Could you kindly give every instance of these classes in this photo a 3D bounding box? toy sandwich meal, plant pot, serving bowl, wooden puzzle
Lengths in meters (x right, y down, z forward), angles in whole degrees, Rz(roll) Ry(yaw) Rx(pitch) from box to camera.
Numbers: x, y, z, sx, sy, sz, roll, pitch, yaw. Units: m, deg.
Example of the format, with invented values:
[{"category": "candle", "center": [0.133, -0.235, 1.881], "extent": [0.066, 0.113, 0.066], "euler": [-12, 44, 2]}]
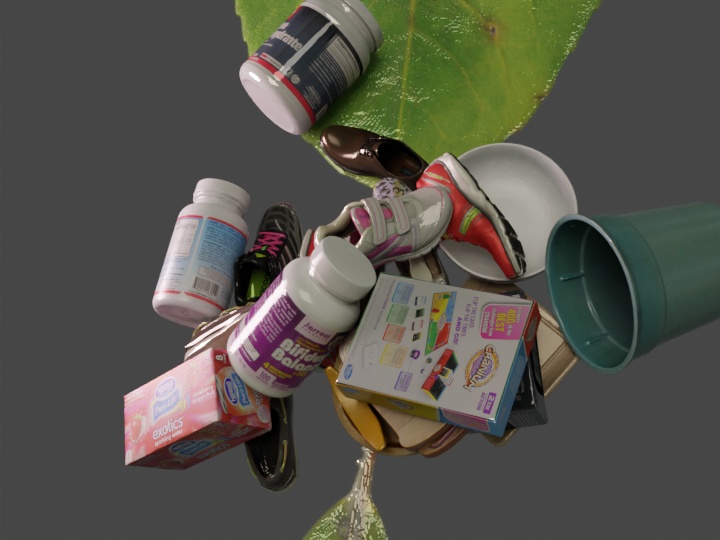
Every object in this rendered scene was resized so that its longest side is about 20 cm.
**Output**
[{"category": "toy sandwich meal", "center": [0.049, 0.131, 1.173], "extent": [0.202, 0.070, 0.208], "euler": [-7, 68, 17]}, {"category": "plant pot", "center": [0.367, 0.006, 1.232], "extent": [0.194, 0.201, 0.202], "euler": [-14, 63, -17]}, {"category": "serving bowl", "center": [0.195, -0.071, 1.354], "extent": [0.197, 0.066, 0.203], "euler": [-1, 70, 4]}, {"category": "wooden puzzle", "center": [0.177, 0.112, 1.324], "extent": [0.185, 0.037, 0.200], "euler": [-46, 61, -9]}]

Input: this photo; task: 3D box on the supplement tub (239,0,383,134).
[{"category": "supplement tub", "center": [-0.074, -0.321, 1.501], "extent": [0.140, 0.141, 0.200], "euler": [38, 79, 23]}]

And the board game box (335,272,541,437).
[{"category": "board game box", "center": [0.088, 0.091, 1.119], "extent": [0.198, 0.040, 0.154], "euler": [11, 63, 28]}]

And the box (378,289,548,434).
[{"category": "box", "center": [0.126, 0.125, 1.247], "extent": [0.197, 0.107, 0.150], "euler": [-9, 67, 16]}]

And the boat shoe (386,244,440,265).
[{"category": "boat shoe", "center": [0.071, -0.060, 1.402], "extent": [0.199, 0.061, 0.072], "euler": [-24, 64, 1]}]

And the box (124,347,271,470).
[{"category": "box", "center": [-0.218, 0.187, 1.292], "extent": [0.199, 0.095, 0.101], "euler": [-28, 58, 35]}]

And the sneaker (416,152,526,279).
[{"category": "sneaker", "center": [0.145, -0.060, 1.294], "extent": [0.085, 0.077, 0.201], "euler": [-39, 66, 12]}]

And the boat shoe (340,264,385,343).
[{"category": "boat shoe", "center": [0.000, 0.000, 1.325], "extent": [0.071, 0.068, 0.202], "euler": [1, 65, -1]}]

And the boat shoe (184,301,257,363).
[{"category": "boat shoe", "center": [-0.157, 0.076, 1.338], "extent": [0.199, 0.072, 0.060], "euler": [-30, 38, 24]}]

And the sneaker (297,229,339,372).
[{"category": "sneaker", "center": [-0.049, 0.042, 1.378], "extent": [0.084, 0.077, 0.203], "euler": [-4, 76, -2]}]

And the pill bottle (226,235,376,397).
[{"category": "pill bottle", "center": [-0.070, 0.056, 1.215], "extent": [0.200, 0.112, 0.113], "euler": [-49, 61, 27]}]

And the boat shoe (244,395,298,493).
[{"category": "boat shoe", "center": [-0.127, 0.195, 1.325], "extent": [0.071, 0.061, 0.203], "euler": [-18, 64, 7]}]

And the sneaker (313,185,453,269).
[{"category": "sneaker", "center": [0.027, -0.052, 1.251], "extent": [0.198, 0.088, 0.082], "euler": [-30, 59, 0]}]

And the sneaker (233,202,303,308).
[{"category": "sneaker", "center": [-0.135, -0.015, 1.411], "extent": [0.073, 0.088, 0.202], "euler": [9, 69, 15]}]

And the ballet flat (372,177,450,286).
[{"category": "ballet flat", "center": [0.069, -0.037, 1.336], "extent": [0.071, 0.072, 0.202], "euler": [-23, 85, 1]}]

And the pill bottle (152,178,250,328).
[{"category": "pill bottle", "center": [-0.224, -0.025, 1.423], "extent": [0.107, 0.109, 0.202], "euler": [8, 69, 15]}]

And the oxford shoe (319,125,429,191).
[{"category": "oxford shoe", "center": [0.022, -0.178, 1.452], "extent": [0.198, 0.085, 0.073], "euler": [24, 75, 22]}]
